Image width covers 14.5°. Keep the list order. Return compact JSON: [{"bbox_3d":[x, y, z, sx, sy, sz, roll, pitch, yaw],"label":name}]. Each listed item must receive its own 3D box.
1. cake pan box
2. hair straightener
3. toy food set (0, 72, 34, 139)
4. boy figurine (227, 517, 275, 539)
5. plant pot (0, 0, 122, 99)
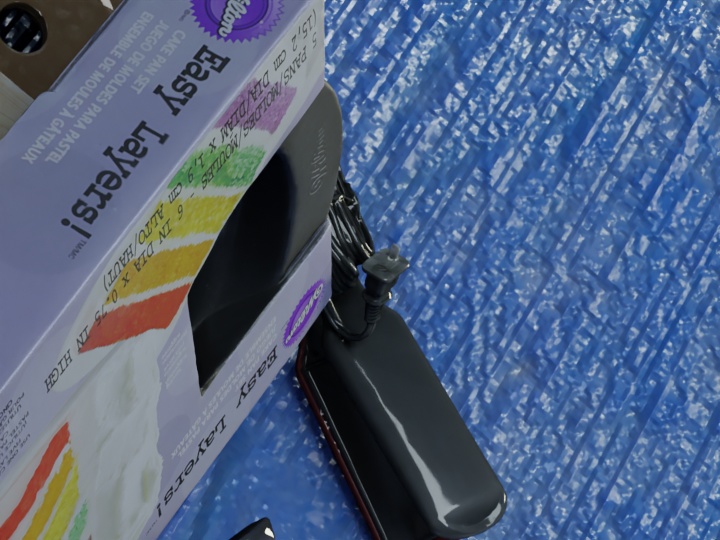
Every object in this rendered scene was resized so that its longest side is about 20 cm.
[{"bbox_3d":[-0.077,0.021,0.822,0.052,0.184,0.200,30,64,14],"label":"cake pan box"},{"bbox_3d":[0.000,0.000,0.962,0.041,0.077,0.201,-14,76,-33],"label":"hair straightener"},{"bbox_3d":[-0.200,-0.054,0.811,0.200,0.060,0.144,41,79,20],"label":"toy food set"},{"bbox_3d":[0.008,0.172,0.896,0.200,0.064,0.124,49,53,-3],"label":"boy figurine"},{"bbox_3d":[-0.126,-0.059,0.906,0.200,0.093,0.201,14,61,-25],"label":"plant pot"}]
